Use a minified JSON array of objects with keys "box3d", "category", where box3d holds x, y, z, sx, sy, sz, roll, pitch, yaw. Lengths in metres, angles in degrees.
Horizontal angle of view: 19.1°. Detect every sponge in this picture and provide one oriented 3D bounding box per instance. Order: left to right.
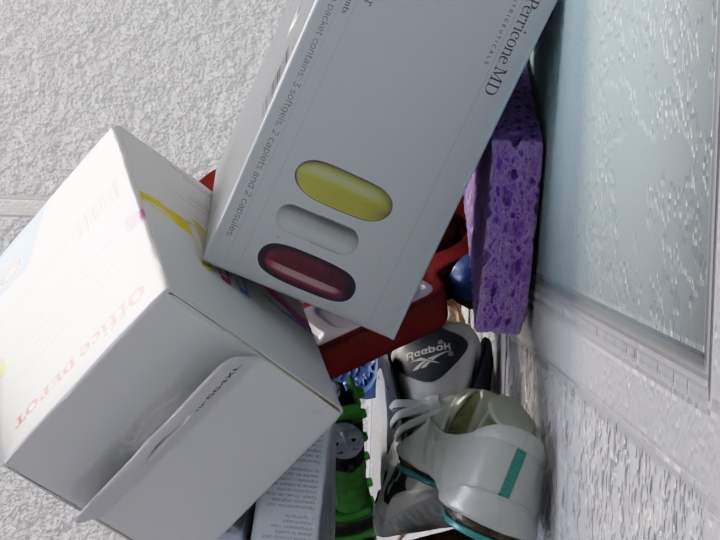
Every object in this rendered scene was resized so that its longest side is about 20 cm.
[{"box3d":[0.076,-0.061,1.194,0.200,0.030,0.112,-92,4,-63],"category":"sponge"}]

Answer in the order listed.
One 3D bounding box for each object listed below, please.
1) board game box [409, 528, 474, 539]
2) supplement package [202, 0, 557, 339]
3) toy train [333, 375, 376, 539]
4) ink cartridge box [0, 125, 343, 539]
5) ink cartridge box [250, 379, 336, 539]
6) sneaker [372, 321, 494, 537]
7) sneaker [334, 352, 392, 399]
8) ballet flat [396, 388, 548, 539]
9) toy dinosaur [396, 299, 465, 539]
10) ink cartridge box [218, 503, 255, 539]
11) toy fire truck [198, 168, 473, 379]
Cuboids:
[{"box3d":[0.041,0.203,1.240,0.200,0.030,0.097,13,-102,-76],"category":"board game box"},{"box3d":[0.008,-0.096,1.121,0.156,0.110,0.201,-93,26,-69],"category":"supplement package"},{"box3d":[-0.011,0.128,1.307,0.200,0.041,0.057,85,171,-61],"category":"toy train"},{"box3d":[-0.108,0.046,1.117,0.129,0.125,0.200,-46,32,14],"category":"ink cartridge box"},{"box3d":[-0.042,0.191,1.175,0.197,0.043,0.201,92,-175,-57],"category":"ink cartridge box"},{"box3d":[0.043,0.089,1.293,0.199,0.079,0.131,15,-112,-81],"category":"sneaker"},{"box3d":[-0.003,0.044,1.459,0.200,0.077,0.071,-160,70,-64],"category":"sneaker"},{"box3d":[0.064,0.094,1.096,0.200,0.069,0.070,-150,61,-84],"category":"ballet flat"},{"box3d":[0.058,0.084,1.510,0.107,0.060,0.201,72,-154,-56],"category":"toy dinosaur"},{"box3d":[-0.081,0.200,1.244,0.163,0.056,0.202,-77,-13,-69],"category":"ink cartridge box"},{"box3d":[0.000,0.000,1.286,0.168,0.199,0.113,36,140,49],"category":"toy fire truck"}]
